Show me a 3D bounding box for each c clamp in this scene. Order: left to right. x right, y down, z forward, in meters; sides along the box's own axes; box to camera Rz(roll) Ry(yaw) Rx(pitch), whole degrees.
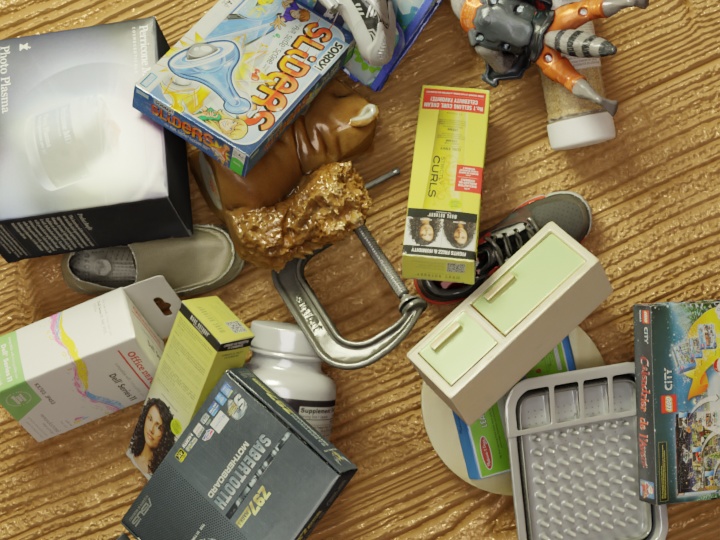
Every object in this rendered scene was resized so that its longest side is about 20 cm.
[{"bbox_3d":[0.000,0.000,1.605,0.170,0.027,0.201,-24,59,-5],"label":"c clamp"}]

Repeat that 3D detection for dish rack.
[{"bbox_3d":[0.224,0.199,1.618,0.170,0.044,0.202,-8,94,-19],"label":"dish rack"}]

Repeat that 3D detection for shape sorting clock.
[{"bbox_3d":[0.160,0.133,1.651,0.198,0.039,0.202,-1,94,-8],"label":"shape sorting clock"}]

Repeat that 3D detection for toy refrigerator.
[{"bbox_3d":[0.148,0.050,1.576,0.200,0.070,0.076,-42,52,-5],"label":"toy refrigerator"}]

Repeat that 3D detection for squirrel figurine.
[{"bbox_3d":[-0.058,-0.102,1.611,0.186,0.142,0.201,-20,66,-15],"label":"squirrel figurine"}]

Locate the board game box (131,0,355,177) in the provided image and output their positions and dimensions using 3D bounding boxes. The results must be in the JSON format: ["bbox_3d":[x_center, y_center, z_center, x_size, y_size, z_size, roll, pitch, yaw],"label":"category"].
[{"bbox_3d":[-0.111,-0.195,1.560,0.135,0.035,0.200,31,55,9],"label":"board game box"}]

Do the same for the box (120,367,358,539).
[{"bbox_3d":[-0.120,0.220,1.558,0.158,0.051,0.200,40,104,17],"label":"box"}]

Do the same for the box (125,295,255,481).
[{"bbox_3d":[-0.174,0.129,1.617,0.075,0.050,0.201,41,122,34],"label":"box"}]

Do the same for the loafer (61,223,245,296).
[{"bbox_3d":[-0.218,-0.006,1.656,0.198,0.068,0.076,-8,91,4],"label":"loafer"}]

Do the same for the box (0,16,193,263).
[{"bbox_3d":[-0.281,-0.132,1.604,0.197,0.123,0.201,-8,71,3],"label":"box"}]

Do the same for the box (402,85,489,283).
[{"bbox_3d":[0.087,-0.087,1.593,0.075,0.050,0.201,6,61,5],"label":"box"}]

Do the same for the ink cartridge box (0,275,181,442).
[{"bbox_3d":[-0.269,0.091,1.633,0.199,0.117,0.068,-22,55,4],"label":"ink cartridge box"}]

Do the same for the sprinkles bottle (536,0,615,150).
[{"bbox_3d":[0.209,-0.226,1.624,0.068,0.068,0.202,-11,91,4],"label":"sprinkles bottle"}]

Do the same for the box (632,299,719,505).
[{"bbox_3d":[0.347,0.131,1.617,0.136,0.038,0.202,-2,91,-19],"label":"box"}]

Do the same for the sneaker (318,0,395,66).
[{"bbox_3d":[-0.041,-0.281,1.526,0.114,0.075,0.201,-18,92,16],"label":"sneaker"}]

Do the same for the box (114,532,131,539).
[{"bbox_3d":[-0.236,0.381,1.604,0.104,0.200,0.182,-40,90,3],"label":"box"}]

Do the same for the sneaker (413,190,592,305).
[{"bbox_3d":[0.149,-0.016,1.626,0.199,0.082,0.077,-28,90,4],"label":"sneaker"}]

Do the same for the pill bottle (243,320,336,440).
[{"bbox_3d":[-0.084,0.157,1.632,0.111,0.111,0.202,8,92,3],"label":"pill bottle"}]

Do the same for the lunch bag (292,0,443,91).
[{"bbox_3d":[0.003,-0.306,1.613,0.170,0.127,0.200,37,115,2],"label":"lunch bag"}]

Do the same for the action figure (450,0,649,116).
[{"bbox_3d":[0.176,-0.259,1.541,0.192,0.105,0.201,18,110,21],"label":"action figure"}]
